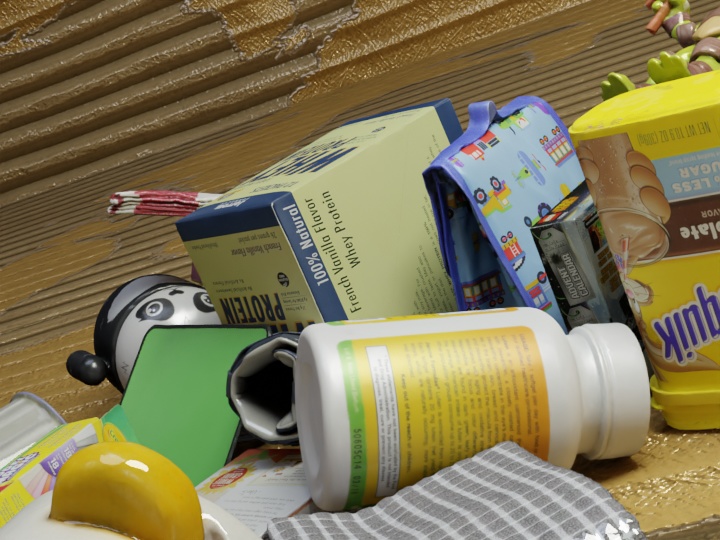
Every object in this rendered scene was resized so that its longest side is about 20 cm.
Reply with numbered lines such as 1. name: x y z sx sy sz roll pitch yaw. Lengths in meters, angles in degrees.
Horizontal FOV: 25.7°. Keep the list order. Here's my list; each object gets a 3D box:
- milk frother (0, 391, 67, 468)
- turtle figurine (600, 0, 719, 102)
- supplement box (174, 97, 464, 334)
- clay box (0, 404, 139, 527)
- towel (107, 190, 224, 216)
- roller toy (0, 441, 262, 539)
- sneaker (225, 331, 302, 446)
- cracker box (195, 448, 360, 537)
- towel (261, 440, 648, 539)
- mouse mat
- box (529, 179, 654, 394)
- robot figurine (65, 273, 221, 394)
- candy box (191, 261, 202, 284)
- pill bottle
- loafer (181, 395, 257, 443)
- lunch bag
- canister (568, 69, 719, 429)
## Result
1. milk frother: -0.343 0.153 1.220 0.188 0.201 0.180 -32 12 -35
2. turtle figurine: 0.232 -0.151 1.040 0.161 0.065 0.200 -39 24 -28
3. supplement box: 0.000 0.000 1.250 0.200 0.201 0.134 -34 16 -36
4. clay box: -0.211 0.184 1.061 0.047 0.115 0.200 -14 15 35
5. towel: -0.117 -0.061 1.397 0.199 0.023 0.144 2 5 -3
6. roller toy: -0.114 0.192 0.714 0.182 0.200 0.140 -31 7 27
7. sneaker: 0.009 0.079 1.065 0.201 0.077 0.146 -1 -1 11
8. cracker box: -0.089 0.183 0.991 0.200 0.058 0.134 -32 16 -39
9. towel: 0.045 0.159 0.809 0.165 0.086 0.200 -25 13 -12
10. mouse mat: -0.144 0.117 1.230 0.200 0.008 0.162 -3 64 55
11. box: 0.199 -0.010 1.104 0.040 0.137 0.200 -11 17 39
12. robot figurine: -0.175 0.066 1.437 0.151 0.125 0.200 -55 19 -7
13. candy box: -0.035 -0.009 1.428 0.199 0.072 0.168 4 5 -23
14. pill bottle: 0.066 0.080 0.952 0.199 0.112 0.111 -4 10 -11
15. loafer: -0.078 0.098 1.315 0.200 0.072 0.063 -29 -4 -40
16. lunch bag: 0.124 -0.031 1.169 0.094 0.201 0.150 -10 18 41
17. canister: 0.219 -0.014 0.945 0.148 0.201 0.086 -9 18 44
